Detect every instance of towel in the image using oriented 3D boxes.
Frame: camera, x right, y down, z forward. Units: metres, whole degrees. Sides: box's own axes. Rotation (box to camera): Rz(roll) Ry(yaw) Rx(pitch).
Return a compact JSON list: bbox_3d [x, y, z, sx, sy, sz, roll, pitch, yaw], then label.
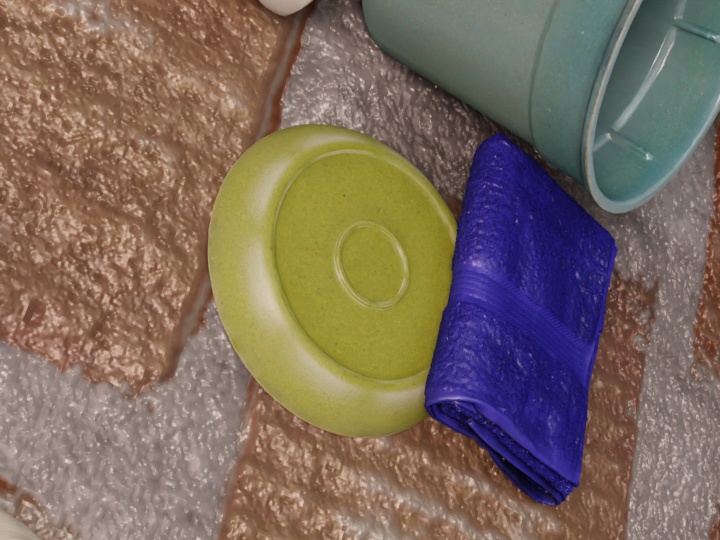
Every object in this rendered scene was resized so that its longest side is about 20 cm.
[{"bbox_3d":[0.109,0.030,0.918,0.148,0.049,0.201,41,49,-40],"label":"towel"}]

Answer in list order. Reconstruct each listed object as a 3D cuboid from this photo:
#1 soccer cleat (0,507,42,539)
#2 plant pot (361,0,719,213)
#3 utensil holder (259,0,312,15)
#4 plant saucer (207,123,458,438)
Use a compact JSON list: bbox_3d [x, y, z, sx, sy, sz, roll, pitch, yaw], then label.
[{"bbox_3d":[-0.142,0.168,0.696,0.201,0.069,0.078,54,46,-17],"label":"soccer cleat"},{"bbox_3d":[0.118,-0.167,0.899,0.195,0.201,0.200,30,44,28],"label":"plant pot"},{"bbox_3d":[-0.079,-0.275,0.835,0.199,0.170,0.171,33,57,-21],"label":"utensil holder"},{"bbox_3d":[0.000,0.000,0.883,0.199,0.031,0.202,13,66,-32],"label":"plant saucer"}]
